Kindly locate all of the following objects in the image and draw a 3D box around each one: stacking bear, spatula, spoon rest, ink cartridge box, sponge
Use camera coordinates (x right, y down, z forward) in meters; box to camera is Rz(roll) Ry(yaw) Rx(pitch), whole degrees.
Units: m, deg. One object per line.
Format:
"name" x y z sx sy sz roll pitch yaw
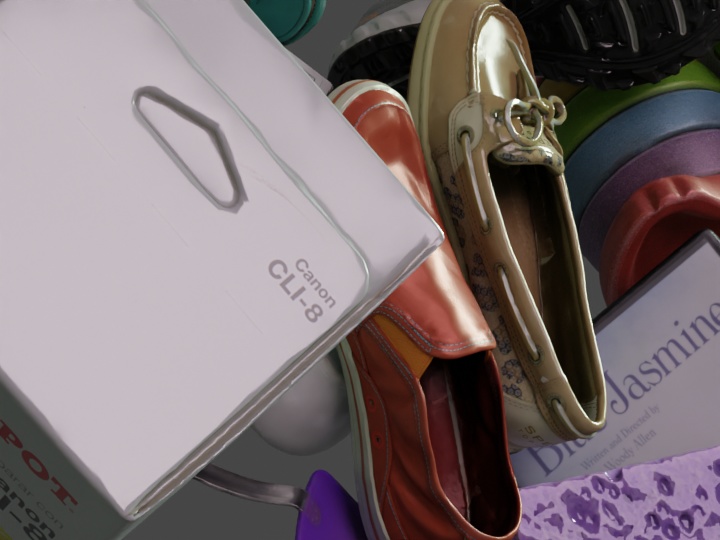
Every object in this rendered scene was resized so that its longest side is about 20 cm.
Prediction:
"stacking bear" 0.131 -0.077 0.995 0.121 0.114 0.201 -8 53 -24
"spatula" -0.059 0.077 0.787 0.199 0.021 0.057 33 33 -12
"spoon rest" 0.000 0.000 0.866 0.200 0.060 0.100 -45 118 -42
"ink cartridge box" -0.100 0.009 0.650 0.145 0.200 0.145 48 58 0
"sponge" 0.161 0.128 0.843 0.199 0.030 0.112 -10 80 -15

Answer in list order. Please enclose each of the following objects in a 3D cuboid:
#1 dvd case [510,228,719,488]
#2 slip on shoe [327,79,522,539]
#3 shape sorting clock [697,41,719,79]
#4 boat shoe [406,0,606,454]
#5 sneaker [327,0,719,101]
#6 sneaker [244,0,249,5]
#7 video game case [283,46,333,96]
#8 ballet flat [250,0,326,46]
"dvd case" 0.163 0.101 0.888 0.142 0.018 0.200 -39 86 -5
"slip on shoe" 0.024 0.022 0.799 0.074 0.061 0.201 -12 93 -48
"shape sorting clock" 0.184 -0.119 1.018 0.039 0.200 0.201 -29 78 -14
"boat shoe" 0.068 -0.024 0.852 0.073 0.062 0.201 -3 83 -47
"sneaker" 0.081 -0.123 0.938 0.080 0.199 0.074 -76 149 -53
"sneaker" -0.108 -0.115 0.794 0.115 0.076 0.200 49 39 6
"video game case" -0.122 -0.077 0.839 0.200 0.036 0.182 36 43 -12
"ballet flat" -0.099 -0.177 0.923 0.200 0.067 0.070 38 19 -11
